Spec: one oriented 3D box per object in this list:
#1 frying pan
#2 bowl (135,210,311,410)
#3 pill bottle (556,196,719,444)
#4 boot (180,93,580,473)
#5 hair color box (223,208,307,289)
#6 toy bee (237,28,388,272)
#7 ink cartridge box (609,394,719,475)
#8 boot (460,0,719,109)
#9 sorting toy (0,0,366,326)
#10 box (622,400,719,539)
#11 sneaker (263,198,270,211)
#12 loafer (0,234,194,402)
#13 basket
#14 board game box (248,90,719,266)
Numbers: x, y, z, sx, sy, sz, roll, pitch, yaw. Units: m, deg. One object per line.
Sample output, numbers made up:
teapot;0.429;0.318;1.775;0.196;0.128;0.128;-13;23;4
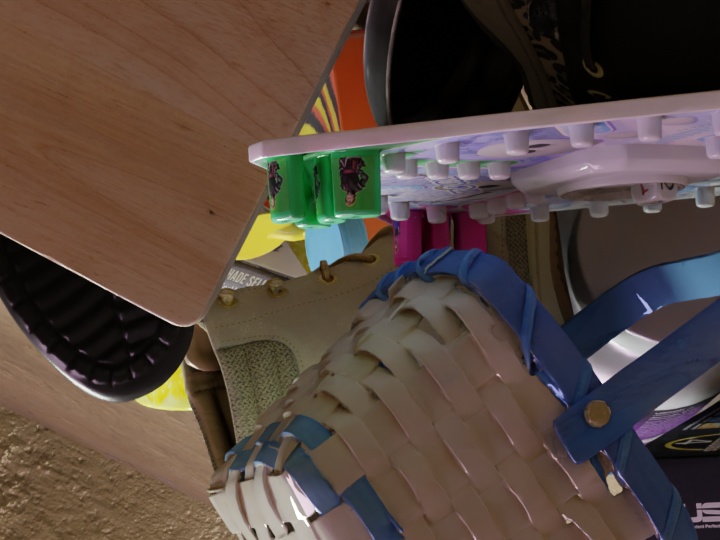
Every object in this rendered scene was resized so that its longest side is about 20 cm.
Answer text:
frying pan;0.022;-0.103;0.762;0.031;0.115;0.190;18;164;27
bowl;-0.038;-0.006;1.234;0.200;0.199;0.108;6;112;59
pill bottle;0.121;0.012;1.009;0.111;0.112;0.200;28;167;3
boot;0.000;0.000;0.919;0.154;0.201;0.072;-6;159;-14
hair color box;-0.117;-0.049;1.142;0.109;0.065;0.200;20;-153;-48
toy bee;-0.004;-0.002;1.040;0.130;0.201;0.109;13;163;-19
ink cartridge box;0.099;0.062;1.234;0.116;0.068;0.200;-6;-174;-31
boot;0.129;-0.073;0.759;0.153;0.074;0.203;14;165;35
sorting toy;-0.098;-0.113;0.825;0.199;0.200;0.070;28;-177;3
box;0.207;0.082;0.940;0.160;0.050;0.200;-2;-177;22
sneaker;-0.042;-0.082;1.087;0.199;0.077;0.082;27;161;6
loafer;-0.125;-0.039;0.895;0.201;0.073;0.071;61;173;10
basket;0.057;0.053;0.792;0.139;0.200;0.176;51;165;-3
board game box;0.085;-0.027;0.748;0.199;0.026;0.200;-5;174;13
